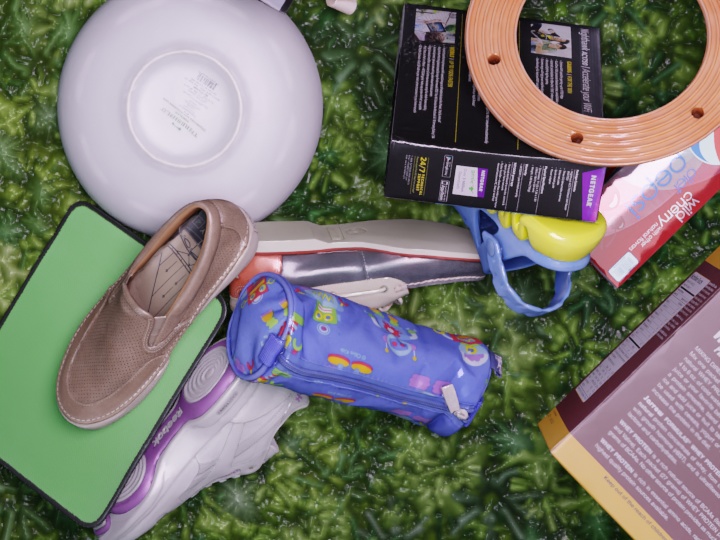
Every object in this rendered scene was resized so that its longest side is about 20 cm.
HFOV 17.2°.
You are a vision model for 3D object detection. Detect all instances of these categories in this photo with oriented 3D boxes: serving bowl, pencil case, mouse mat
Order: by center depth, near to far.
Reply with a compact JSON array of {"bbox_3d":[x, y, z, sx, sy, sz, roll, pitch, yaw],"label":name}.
[{"bbox_3d":[0.003,0.064,1.711,0.199,0.087,0.078,18,110,-30],"label":"pencil case"},{"bbox_3d":[-0.127,-0.119,1.743,0.199,0.066,0.202,0,94,-1],"label":"serving bowl"},{"bbox_3d":[-0.202,0.068,1.754,0.161,0.008,0.201,34,94,23],"label":"mouse mat"}]

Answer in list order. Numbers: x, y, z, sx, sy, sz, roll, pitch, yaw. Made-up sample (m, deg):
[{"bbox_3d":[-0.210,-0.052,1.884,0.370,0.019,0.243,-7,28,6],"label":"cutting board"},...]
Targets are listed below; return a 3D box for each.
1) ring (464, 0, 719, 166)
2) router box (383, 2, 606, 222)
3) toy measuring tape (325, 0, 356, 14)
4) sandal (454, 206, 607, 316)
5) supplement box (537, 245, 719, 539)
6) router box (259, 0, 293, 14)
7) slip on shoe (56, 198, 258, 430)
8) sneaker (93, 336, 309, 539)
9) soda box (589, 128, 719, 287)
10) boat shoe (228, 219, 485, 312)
[{"bbox_3d":[0.170,-0.157,1.615,0.199,0.019,0.202,-2,65,4],"label":"ring"},{"bbox_3d":[0.096,-0.114,1.677,0.148,0.200,0.051,7,124,0],"label":"router box"},{"bbox_3d":[0.032,-0.279,1.723,0.073,0.074,0.201,19,92,-2],"label":"toy measuring tape"},{"bbox_3d":[0.099,-0.034,1.697,0.079,0.200,0.088,-4,119,-24],"label":"sandal"},{"bbox_3d":[0.270,0.122,1.729,0.200,0.133,0.197,-45,93,4],"label":"supplement box"},{"bbox_3d":[-0.049,-0.293,1.679,0.052,0.157,0.201,29,96,-28],"label":"router box"},{"bbox_3d":[-0.155,0.029,1.704,0.200,0.061,0.076,-46,68,10],"label":"slip on shoe"},{"bbox_3d":[-0.118,0.141,1.759,0.099,0.075,0.200,29,115,-36],"label":"sneaker"},{"bbox_3d":[0.235,-0.080,1.743,0.200,0.070,0.063,-44,93,4],"label":"soda box"},{"bbox_3d":[0.000,0.000,1.751,0.199,0.071,0.063,0,107,-5],"label":"boat shoe"}]
